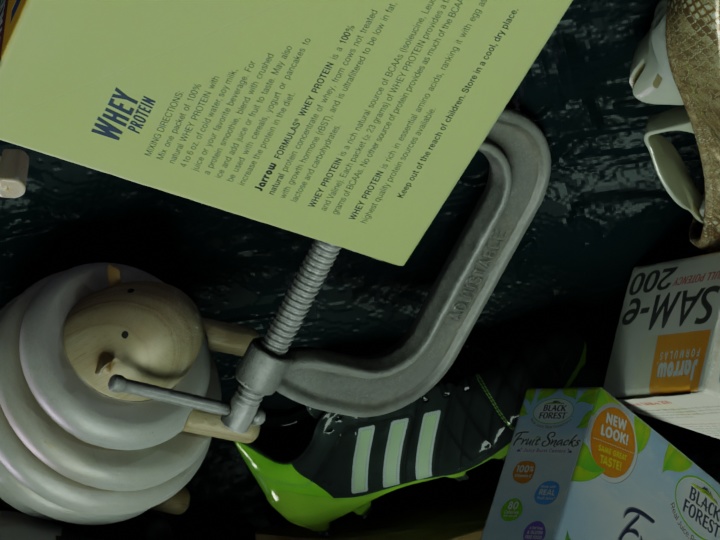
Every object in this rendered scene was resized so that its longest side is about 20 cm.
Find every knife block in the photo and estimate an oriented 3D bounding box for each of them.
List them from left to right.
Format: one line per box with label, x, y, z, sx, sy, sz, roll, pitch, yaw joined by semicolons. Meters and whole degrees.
knife block;0.066;0.157;1.541;0.175;0.064;0.200;-12;-174;-39

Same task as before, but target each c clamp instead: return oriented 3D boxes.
c clamp;0.000;0.000;1.349;0.170;0.027;0.200;20;109;-39

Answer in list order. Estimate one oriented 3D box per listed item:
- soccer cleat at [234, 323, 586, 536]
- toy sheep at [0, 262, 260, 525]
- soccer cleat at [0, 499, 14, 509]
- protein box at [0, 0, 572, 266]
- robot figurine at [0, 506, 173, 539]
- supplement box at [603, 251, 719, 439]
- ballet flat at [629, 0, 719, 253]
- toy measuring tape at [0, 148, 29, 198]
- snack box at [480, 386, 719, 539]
soccer cleat;0.022;0.070;1.465;0.200;0.068;0.081;-28;116;28
toy sheep;-0.131;0.065;1.420;0.137;0.138;0.200;19;141;-17
soccer cleat;-0.145;0.160;1.562;0.200;0.069;0.078;32;126;-23
protein box;-0.033;-0.138;1.197;0.199;0.135;0.199;17;135;-15
robot figurine;-0.168;0.184;1.438;0.199;0.125;0.150;12;-170;38
supplement box;0.234;0.055;1.392;0.199;0.074;0.126;18;170;-16
ballet flat;0.157;-0.074;1.307;0.065;0.071;0.200;-1;134;20
toy measuring tape;-0.229;0.000;1.397;0.199;0.074;0.074;-21;131;23
snack box;0.137;0.164;1.427;0.053;0.143;0.200;-4;149;42
